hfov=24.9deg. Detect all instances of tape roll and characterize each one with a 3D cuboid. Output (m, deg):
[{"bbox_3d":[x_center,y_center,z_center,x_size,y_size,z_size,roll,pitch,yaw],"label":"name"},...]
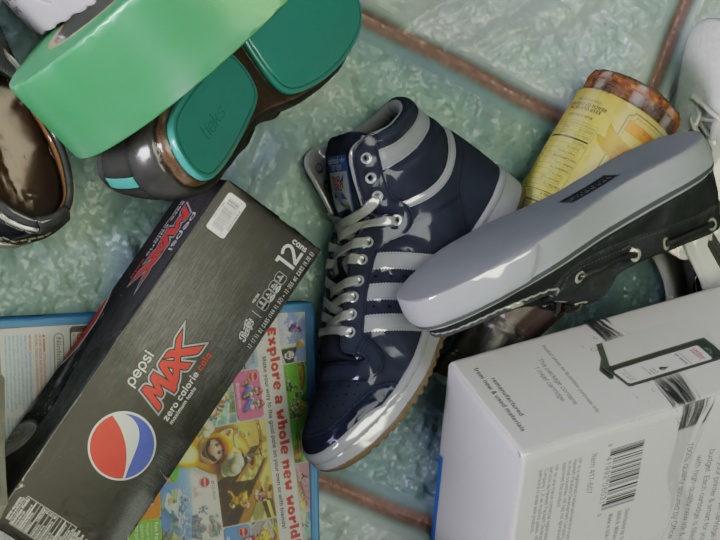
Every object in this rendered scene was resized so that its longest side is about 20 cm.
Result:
[{"bbox_3d":[-0.076,-0.139,0.762,0.048,0.200,0.201,46,77,-18],"label":"tape roll"}]

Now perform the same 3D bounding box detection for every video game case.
[{"bbox_3d":[-0.118,0.092,0.859,0.199,0.018,0.144,-3,94,-21],"label":"video game case"}]

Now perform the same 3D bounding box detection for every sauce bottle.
[{"bbox_3d":[0.108,-0.016,0.918,0.066,0.066,0.200,33,83,-20],"label":"sauce bottle"}]

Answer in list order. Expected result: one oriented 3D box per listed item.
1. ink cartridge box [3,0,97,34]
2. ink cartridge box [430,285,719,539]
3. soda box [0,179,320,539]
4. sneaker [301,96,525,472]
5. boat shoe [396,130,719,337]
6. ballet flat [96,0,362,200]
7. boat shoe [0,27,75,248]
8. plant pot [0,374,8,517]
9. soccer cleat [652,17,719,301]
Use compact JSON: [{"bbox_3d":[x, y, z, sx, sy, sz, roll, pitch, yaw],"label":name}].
[{"bbox_3d":[-0.101,-0.217,0.770,0.084,0.146,0.200,45,73,-16],"label":"ink cartridge box"},{"bbox_3d":[0.149,0.103,0.901,0.199,0.084,0.146,-14,130,-22],"label":"ink cartridge box"},{"bbox_3d":[-0.107,0.051,0.811,0.063,0.071,0.200,38,80,-21],"label":"soda box"},{"bbox_3d":[0.000,0.000,0.866,0.108,0.070,0.200,41,67,-23],"label":"sneaker"},{"bbox_3d":[0.112,-0.009,0.849,0.200,0.069,0.057,-28,107,-21],"label":"boat shoe"},{"bbox_3d":[-0.071,-0.098,0.825,0.068,0.068,0.200,62,38,-17],"label":"ballet flat"},{"bbox_3d":[-0.199,-0.104,0.787,0.072,0.068,0.200,-31,100,-17],"label":"boat shoe"},{"bbox_3d":[-0.280,0.119,0.704,0.199,0.200,0.178,21,97,-16],"label":"plant pot"},{"bbox_3d":[0.200,-0.045,0.952,0.085,0.069,0.201,-9,101,-25],"label":"soccer cleat"}]
